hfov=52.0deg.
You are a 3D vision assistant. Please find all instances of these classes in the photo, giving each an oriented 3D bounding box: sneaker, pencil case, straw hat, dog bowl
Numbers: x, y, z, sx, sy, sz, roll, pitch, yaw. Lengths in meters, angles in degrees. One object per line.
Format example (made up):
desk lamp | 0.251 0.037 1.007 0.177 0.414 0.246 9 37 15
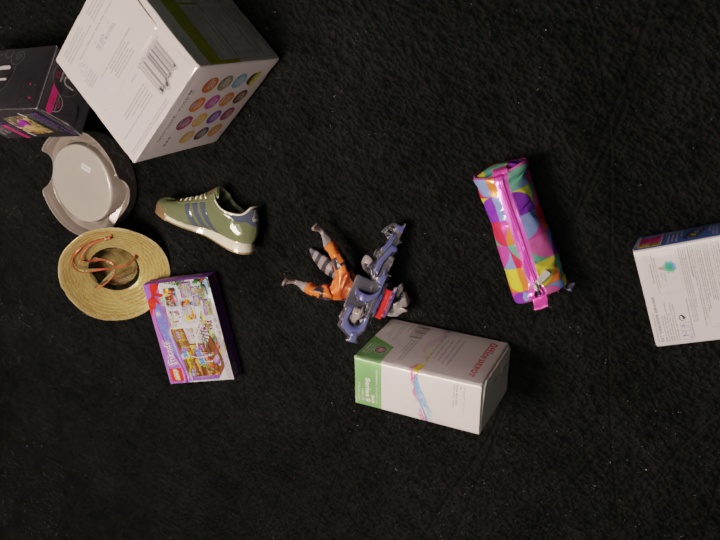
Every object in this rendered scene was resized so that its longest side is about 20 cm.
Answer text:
sneaker | -0.253 -0.105 1.253 0.200 0.067 0.090 25 110 17
pencil case | 0.221 -0.052 1.012 0.088 0.088 0.201 -17 99 31
straw hat | -0.459 -0.013 1.372 0.085 0.200 0.202 -128 45 -53
dog bowl | -0.497 -0.164 1.357 0.199 0.059 0.201 9 112 24

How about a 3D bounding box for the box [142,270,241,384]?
box | -0.308 0.107 1.357 0.136 0.039 0.201 -6 106 18

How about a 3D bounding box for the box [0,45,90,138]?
box | -0.579 -0.309 1.292 0.199 0.106 0.123 4 74 26

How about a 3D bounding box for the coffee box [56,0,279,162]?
coffee box | -0.286 -0.317 1.108 0.200 0.198 0.200 51 123 4

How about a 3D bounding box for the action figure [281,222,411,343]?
action figure | 0.000 0.000 1.160 0.193 0.105 0.200 32 95 6

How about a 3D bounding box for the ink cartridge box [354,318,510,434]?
ink cartridge box | 0.110 0.154 1.108 0.199 0.145 0.088 8 113 24

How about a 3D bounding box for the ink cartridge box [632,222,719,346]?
ink cartridge box | 0.458 0.010 0.915 0.199 0.076 0.137 -11 104 32
